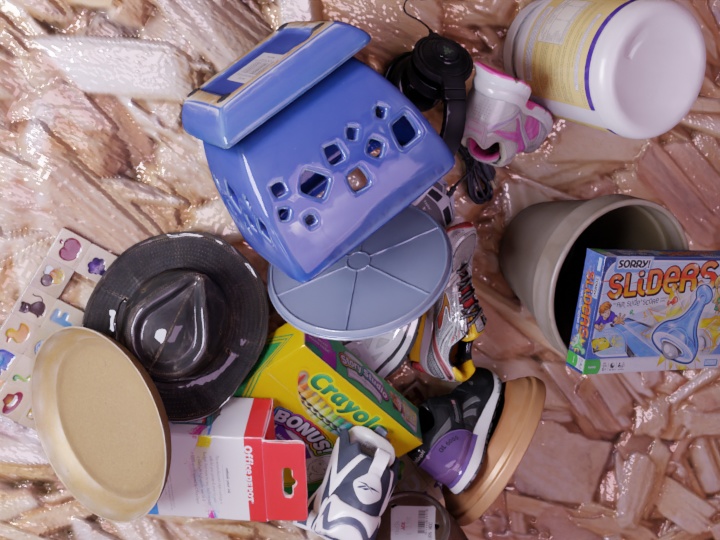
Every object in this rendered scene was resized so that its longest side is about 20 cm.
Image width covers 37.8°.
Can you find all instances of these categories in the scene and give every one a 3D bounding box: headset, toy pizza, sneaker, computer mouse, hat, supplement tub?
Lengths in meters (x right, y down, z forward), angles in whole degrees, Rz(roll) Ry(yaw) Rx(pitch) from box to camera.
[{"bbox_3d":[0.083,-0.211,1.126,0.093,0.123,0.201,-4,85,-22],"label":"headset"},{"bbox_3d":[0.000,0.000,1.112,0.200,0.200,0.032,-31,138,-15],"label":"toy pizza"},{"bbox_3d":[0.115,0.038,1.224,0.078,0.082,0.201,-23,127,-44],"label":"sneaker"},{"bbox_3d":[-0.015,0.080,1.179,0.115,0.076,0.201,19,111,-29],"label":"sneaker"},{"bbox_3d":[0.109,0.166,1.242,0.087,0.200,0.076,31,123,-4],"label":"sneaker"},{"bbox_3d":[0.151,-0.158,1.163,0.089,0.081,0.200,-62,155,3],"label":"sneaker"},{"bbox_3d":[0.072,-0.074,1.207,0.200,0.044,0.110,-43,126,-14],"label":"computer mouse"},{"bbox_3d":[-0.008,0.232,1.140,0.079,0.199,0.130,27,74,1],"label":"sneaker"},{"bbox_3d":[-0.184,0.049,1.045,0.199,0.081,0.202,2,78,-7],"label":"hat"},{"bbox_3d":[0.262,-0.231,1.158,0.145,0.200,0.146,-9,111,-24],"label":"supplement tub"}]

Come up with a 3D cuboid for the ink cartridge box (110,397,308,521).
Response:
[{"bbox_3d":[-0.151,0.196,1.103,0.199,0.067,0.117,3,123,4],"label":"ink cartridge box"}]

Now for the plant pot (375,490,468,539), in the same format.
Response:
[{"bbox_3d":[0.063,0.351,1.223,0.186,0.187,0.201,-25,136,-18],"label":"plant pot"}]

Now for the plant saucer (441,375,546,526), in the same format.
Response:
[{"bbox_3d":[0.153,0.210,1.265,0.037,0.200,0.201,32,91,-3],"label":"plant saucer"}]

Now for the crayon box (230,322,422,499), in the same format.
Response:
[{"bbox_3d":[-0.059,0.160,1.160,0.172,0.058,0.200,-33,124,25],"label":"crayon box"}]

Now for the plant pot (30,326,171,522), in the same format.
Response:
[{"bbox_3d":[-0.252,0.148,1.034,0.027,0.199,0.201,-22,118,-50],"label":"plant pot"}]

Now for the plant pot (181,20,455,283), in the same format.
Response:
[{"bbox_3d":[-0.056,-0.132,1.038,0.200,0.200,0.180,-37,114,-10],"label":"plant pot"}]

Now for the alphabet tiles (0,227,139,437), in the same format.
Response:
[{"bbox_3d":[-0.290,0.079,1.094,0.167,0.008,0.201,32,91,-31],"label":"alphabet tiles"}]

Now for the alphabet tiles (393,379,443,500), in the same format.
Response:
[{"bbox_3d":[0.040,0.236,1.312,0.166,0.006,0.200,-40,120,-10],"label":"alphabet tiles"}]

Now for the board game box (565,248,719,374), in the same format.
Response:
[{"bbox_3d":[0.330,0.044,1.178,0.199,0.034,0.136,-1,106,-26],"label":"board game box"}]

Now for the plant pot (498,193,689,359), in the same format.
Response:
[{"bbox_3d":[0.256,-0.006,1.245,0.199,0.173,0.201,-9,111,-24],"label":"plant pot"}]
